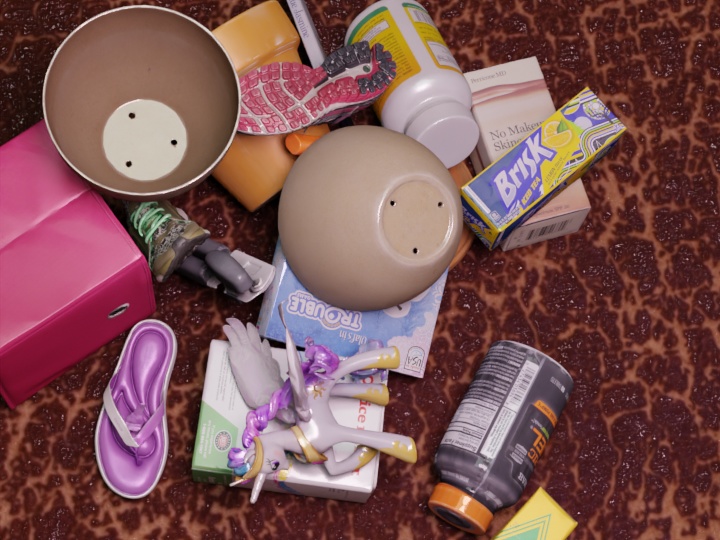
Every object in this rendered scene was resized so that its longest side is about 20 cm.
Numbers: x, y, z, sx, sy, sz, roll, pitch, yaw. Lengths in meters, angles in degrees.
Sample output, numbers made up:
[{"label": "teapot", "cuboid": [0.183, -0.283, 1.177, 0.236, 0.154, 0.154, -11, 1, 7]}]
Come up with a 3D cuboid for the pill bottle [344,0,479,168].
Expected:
[{"label": "pill bottle", "cuboid": [0.063, -0.215, 1.745, 0.112, 0.113, 0.201, -18, 53, -10]}]

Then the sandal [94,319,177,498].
[{"label": "sandal", "cuboid": [-0.250, 0.148, 1.655, 0.082, 0.050, 0.204, 5, 71, -3]}]

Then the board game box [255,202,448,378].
[{"label": "board game box", "cuboid": [0.000, 0.000, 1.668, 0.199, 0.043, 0.201, 15, 86, -23]}]

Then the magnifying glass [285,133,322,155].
[{"label": "magnifying glass", "cuboid": [-0.008, -0.134, 1.684, 0.022, 0.199, 0.080, -52, 58, 25]}]

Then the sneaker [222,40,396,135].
[{"label": "sneaker", "cuboid": [-0.055, -0.183, 1.623, 0.199, 0.075, 0.081, -16, 73, -21]}]

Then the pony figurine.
[{"label": "pony figurine", "cuboid": [-0.054, 0.131, 1.547, 0.198, 0.166, 0.195, -6, 82, -25]}]

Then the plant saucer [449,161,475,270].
[{"label": "plant saucer", "cuboid": [0.044, -0.080, 1.766, 0.198, 0.037, 0.202, 2, 70, -4]}]

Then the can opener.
[{"label": "can opener", "cuboid": [-0.170, -0.015, 1.665, 0.199, 0.067, 0.053, 21, 63, 46]}]

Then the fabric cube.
[{"label": "fabric cube", "cuboid": [-0.360, -0.002, 1.622, 0.199, 0.196, 0.200, -35, 77, -15]}]

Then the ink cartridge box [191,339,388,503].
[{"label": "ink cartridge box", "cuboid": [-0.077, 0.168, 1.644, 0.198, 0.084, 0.146, 8, 71, -2]}]

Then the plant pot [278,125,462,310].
[{"label": "plant pot", "cuboid": [0.031, -0.054, 1.579, 0.199, 0.134, 0.202, -1, 93, -26]}]

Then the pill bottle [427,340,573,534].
[{"label": "pill bottle", "cuboid": [0.148, 0.187, 1.645, 0.106, 0.106, 0.201, 28, 72, 5]}]

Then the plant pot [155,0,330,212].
[{"label": "plant pot", "cuboid": [-0.127, -0.176, 1.717, 0.200, 0.200, 0.184, -35, 93, -15]}]

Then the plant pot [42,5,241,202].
[{"label": "plant pot", "cuboid": [-0.226, -0.155, 1.564, 0.198, 0.135, 0.202, 2, 75, -6]}]

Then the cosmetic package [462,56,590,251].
[{"label": "cosmetic package", "cuboid": [0.188, -0.138, 1.770, 0.103, 0.087, 0.201, -16, 73, -10]}]

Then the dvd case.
[{"label": "dvd case", "cuboid": [-0.059, -0.276, 1.771, 0.017, 0.143, 0.201, -23, 73, 4]}]

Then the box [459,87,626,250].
[{"label": "box", "cuboid": [0.200, -0.115, 1.683, 0.200, 0.064, 0.070, -39, 79, -16]}]

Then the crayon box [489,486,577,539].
[{"label": "crayon box", "cuboid": [0.133, 0.322, 1.545, 0.058, 0.200, 0.173, 41, 72, 10]}]

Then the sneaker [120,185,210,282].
[{"label": "sneaker", "cuboid": [-0.224, -0.048, 1.605, 0.089, 0.200, 0.077, 44, 84, -19]}]
